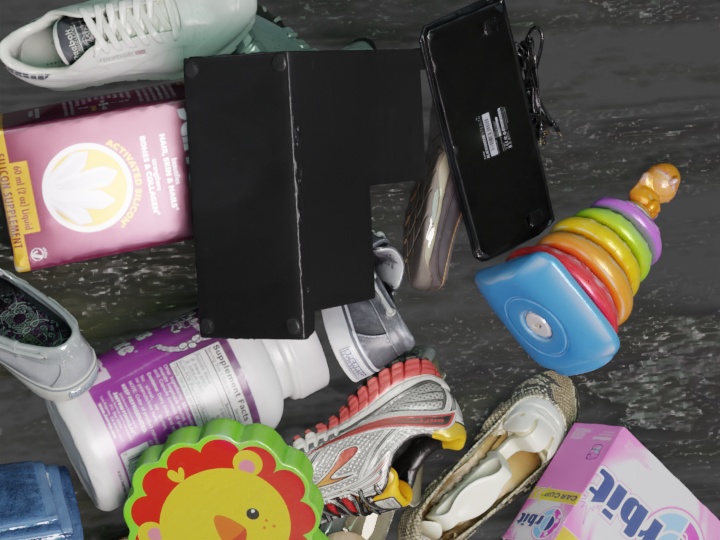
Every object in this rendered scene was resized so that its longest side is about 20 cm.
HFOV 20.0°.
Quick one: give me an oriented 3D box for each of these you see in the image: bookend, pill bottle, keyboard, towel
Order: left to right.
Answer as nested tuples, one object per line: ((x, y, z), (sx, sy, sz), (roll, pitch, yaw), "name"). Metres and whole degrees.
((-0.308, 0.187, 1.494), (0.199, 0.112, 0.049), (-8, 122, -13), "towel")
((-0.129, 0.091, 1.541), (0.200, 0.112, 0.113), (-25, 89, -15), "pill bottle")
((-0.030, -0.062, 1.493), (0.200, 0.092, 0.199), (-12, 100, -57), "bookend")
((0.103, -0.114, 1.589), (0.104, 0.040, 0.200), (-24, 116, -20), "keyboard")

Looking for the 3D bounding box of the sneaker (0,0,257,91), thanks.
((-0.175, -0.180, 1.543), (0.199, 0.080, 0.077), (-17, 84, 13), "sneaker")

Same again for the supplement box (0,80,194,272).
((-0.173, -0.076, 1.542), (0.199, 0.086, 0.111), (-11, 104, -8), "supplement box")

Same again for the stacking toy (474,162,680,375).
((0.199, -0.019, 1.648), (0.110, 0.116, 0.200), (50, 61, -12), "stacking toy")

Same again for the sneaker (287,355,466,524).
((-0.009, 0.152, 1.508), (0.200, 0.078, 0.082), (-40, 62, 6), "sneaker")

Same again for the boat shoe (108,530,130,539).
((-0.152, 0.223, 1.541), (0.200, 0.071, 0.065), (-24, 88, -16), "boat shoe")

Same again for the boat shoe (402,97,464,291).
((0.087, -0.077, 1.632), (0.073, 0.074, 0.201), (15, 81, -11), "boat shoe")

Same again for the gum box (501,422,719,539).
((0.220, 0.225, 1.599), (0.200, 0.066, 0.114), (43, 69, -23), "gum box")

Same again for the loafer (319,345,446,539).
((0.016, 0.153, 1.596), (0.070, 0.075, 0.200), (31, 82, -21), "loafer")

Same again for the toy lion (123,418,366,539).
((-0.098, 0.208, 1.475), (0.192, 0.069, 0.200), (41, 111, -13), "toy lion")

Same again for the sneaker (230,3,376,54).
((-0.050, -0.172, 1.620), (0.115, 0.075, 0.200), (-36, 97, -23), "sneaker")

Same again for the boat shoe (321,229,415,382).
((0.000, 0.000, 1.551), (0.068, 0.200, 0.072), (-27, 126, 8), "boat shoe")

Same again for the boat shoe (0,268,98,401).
((-0.274, 0.021, 1.497), (0.201, 0.072, 0.070), (29, 58, 25), "boat shoe")

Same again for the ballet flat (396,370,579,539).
((0.110, 0.155, 1.608), (0.200, 0.075, 0.068), (-44, 91, -14), "ballet flat")
